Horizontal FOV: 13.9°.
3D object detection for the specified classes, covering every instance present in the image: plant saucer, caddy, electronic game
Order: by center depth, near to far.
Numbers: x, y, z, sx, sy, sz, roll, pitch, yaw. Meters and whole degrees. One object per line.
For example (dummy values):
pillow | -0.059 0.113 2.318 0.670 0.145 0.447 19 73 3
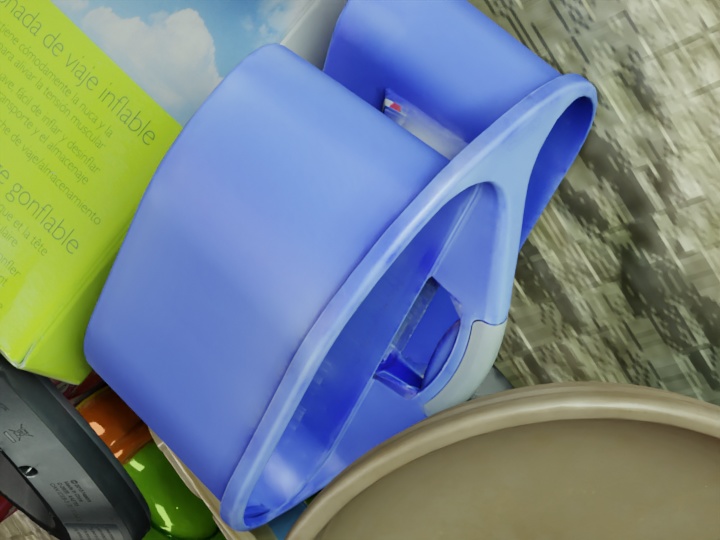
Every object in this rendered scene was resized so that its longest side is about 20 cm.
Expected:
caddy | 0.000 0.000 0.933 0.105 0.141 0.200 41 140 11
plant saucer | 0.066 0.106 0.959 0.030 0.199 0.200 -95 -2 -48
electronic game | -0.152 0.029 1.091 0.200 0.042 0.200 42 167 12

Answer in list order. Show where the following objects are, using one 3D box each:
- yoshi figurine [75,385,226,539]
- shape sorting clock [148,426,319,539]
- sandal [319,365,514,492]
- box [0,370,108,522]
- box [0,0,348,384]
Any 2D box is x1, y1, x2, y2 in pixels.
yoshi figurine | -0.047 0.137 1.236 0.200 0.112 0.112 56 178 12
shape sorting clock | -0.047 0.060 1.103 0.200 0.039 0.200 50 -172 -10
sandal | 0.047 0.078 1.039 0.200 0.076 0.043 41 162 3
box | -0.153 0.030 1.267 0.100 0.095 0.200 49 151 8
box | -0.079 -0.078 0.978 0.122 0.200 0.048 43 -173 25
